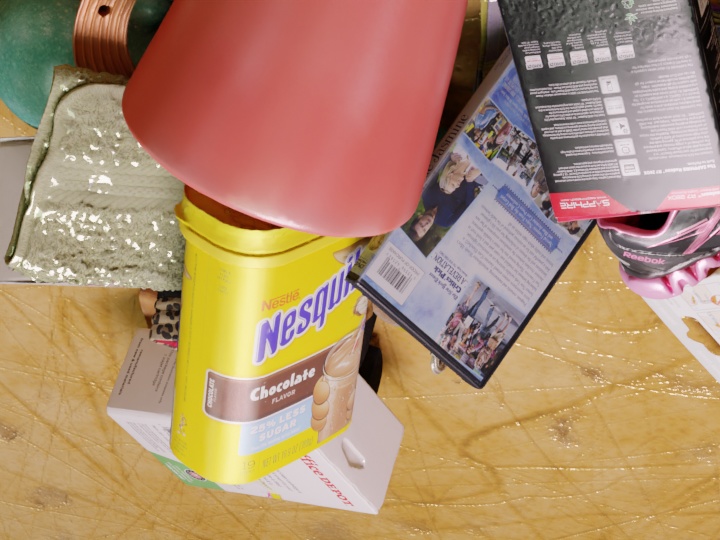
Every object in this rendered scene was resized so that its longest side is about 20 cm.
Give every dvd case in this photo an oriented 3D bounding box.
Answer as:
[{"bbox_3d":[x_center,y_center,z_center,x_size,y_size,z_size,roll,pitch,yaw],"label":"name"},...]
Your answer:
[{"bbox_3d":[0.092,-0.037,1.400,0.143,0.201,0.018,40,171,-37],"label":"dvd case"}]

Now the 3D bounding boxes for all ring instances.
[{"bbox_3d":[-0.091,-0.164,1.372,0.199,0.019,0.201,-13,136,-13],"label":"ring"}]

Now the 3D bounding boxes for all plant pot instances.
[{"bbox_3d":[-0.025,-0.145,1.280,0.199,0.201,0.178,19,117,-11],"label":"plant pot"}]

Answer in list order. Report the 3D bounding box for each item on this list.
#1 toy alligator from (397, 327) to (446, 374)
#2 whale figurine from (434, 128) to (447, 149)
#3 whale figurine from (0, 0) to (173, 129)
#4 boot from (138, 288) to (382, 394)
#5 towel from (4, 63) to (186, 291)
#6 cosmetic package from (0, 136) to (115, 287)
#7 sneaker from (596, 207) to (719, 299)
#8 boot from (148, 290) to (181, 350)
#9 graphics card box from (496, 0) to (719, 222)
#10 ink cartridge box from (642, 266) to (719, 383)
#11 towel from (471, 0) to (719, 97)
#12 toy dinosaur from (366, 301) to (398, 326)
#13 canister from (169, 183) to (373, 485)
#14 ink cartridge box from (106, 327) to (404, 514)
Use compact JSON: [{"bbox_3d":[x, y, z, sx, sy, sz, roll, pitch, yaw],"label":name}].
[{"bbox_3d":[0.056,0.020,1.645,0.054,0.060,0.200,-3,145,21],"label":"toy alligator"},{"bbox_3d":[0.059,-0.062,1.484,0.200,0.104,0.159,49,175,-16],"label":"whale figurine"},{"bbox_3d":[-0.159,-0.133,1.441,0.199,0.104,0.159,19,147,-13],"label":"whale figurine"},{"bbox_3d":[-0.083,0.033,1.733,0.199,0.069,0.189,14,156,11],"label":"boot"},{"bbox_3d":[-0.130,-0.054,1.385,0.199,0.149,0.036,5,-161,-35],"label":"towel"},{"bbox_3d":[-0.180,-0.039,1.512,0.087,0.104,0.200,-1,180,20],"label":"cosmetic package"},{"bbox_3d":[0.245,-0.058,1.410,0.199,0.079,0.095,-32,133,18],"label":"sneaker"},{"bbox_3d":[-0.076,-0.009,1.523,0.073,0.152,0.199,-2,168,38],"label":"boot"},{"bbox_3d":[0.162,-0.131,1.326,0.125,0.051,0.201,-5,122,25],"label":"graphics card box"},{"bbox_3d":[0.329,0.024,1.585,0.199,0.048,0.160,-8,143,37],"label":"ink cartridge box"},{"bbox_3d":[0.172,-0.135,1.406,0.198,0.023,0.144,11,147,2],"label":"towel"},{"bbox_3d":[0.000,0.000,1.513,0.060,0.106,0.201,-3,130,32],"label":"toy dinosaur"},{"bbox_3d":[-0.056,0.027,1.394,0.086,0.148,0.201,30,128,32],"label":"canister"},{"bbox_3d":[-0.084,0.123,1.735,0.199,0.084,0.145,5,152,31],"label":"ink cartridge box"}]
